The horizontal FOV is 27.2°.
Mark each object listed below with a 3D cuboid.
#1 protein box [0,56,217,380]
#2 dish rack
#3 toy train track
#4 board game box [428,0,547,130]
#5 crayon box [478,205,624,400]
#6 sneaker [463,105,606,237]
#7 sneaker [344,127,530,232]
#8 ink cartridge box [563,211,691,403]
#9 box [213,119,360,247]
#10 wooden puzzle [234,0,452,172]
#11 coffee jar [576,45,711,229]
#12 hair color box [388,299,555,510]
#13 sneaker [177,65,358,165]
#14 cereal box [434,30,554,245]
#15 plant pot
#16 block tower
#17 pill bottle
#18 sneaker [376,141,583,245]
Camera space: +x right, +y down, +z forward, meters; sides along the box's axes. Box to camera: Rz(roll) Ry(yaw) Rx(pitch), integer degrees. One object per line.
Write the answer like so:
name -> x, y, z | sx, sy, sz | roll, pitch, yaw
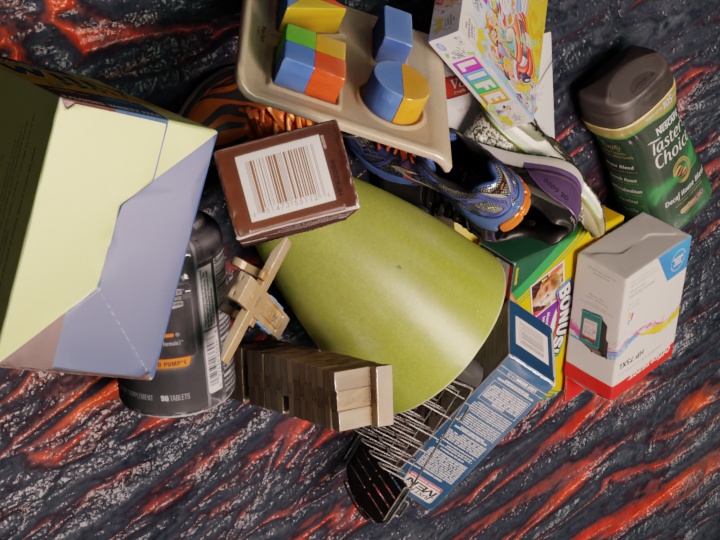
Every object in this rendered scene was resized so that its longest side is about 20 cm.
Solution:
protein box -> -0.237, -0.046, 1.145 | 0.134, 0.200, 0.200 | 9, 101, -39
dish rack -> 0.038, 0.142, 1.461 | 0.054, 0.153, 0.201 | 28, 98, -22
toy train track -> -0.094, 0.028, 1.281 | 0.115, 0.032, 0.200 | -62, 169, -8
board game box -> 0.124, -0.251, 1.390 | 0.134, 0.034, 0.201 | 42, 46, -40
crayon box -> 0.190, 0.043, 1.573 | 0.172, 0.058, 0.201 | -21, 129, -36
sneaker -> 0.165, -0.092, 1.479 | 0.089, 0.077, 0.200 | -40, 116, 14
sneaker -> 0.066, -0.110, 1.365 | 0.076, 0.199, 0.078 | -60, 156, -10
ink cartridge box -> 0.280, 0.054, 1.580 | 0.116, 0.067, 0.201 | -30, 135, -35
box -> -0.061, -0.066, 1.196 | 0.099, 0.200, 0.075 | -15, 92, -3
wooden puzzle -> -0.007, -0.181, 1.253 | 0.199, 0.186, 0.046 | 21, 127, -17
coffee jar -> 0.306, -0.138, 1.608 | 0.104, 0.085, 0.201 | -42, 127, -18
hair color box -> 0.109, 0.135, 1.484 | 0.060, 0.100, 0.200 | 33, 119, -14
sneaker -> -0.063, -0.142, 1.301 | 0.199, 0.112, 0.078 | -32, 123, -25
cereal box -> 0.134, -0.133, 1.506 | 0.143, 0.039, 0.201 | -21, 119, -31
plant pot -> 0.000, 0.000, 1.379 | 0.200, 0.187, 0.188 | 40, 80, -25
block tower -> -0.050, 0.101, 1.346 | 0.058, 0.199, 0.054 | -7, 98, -36
pill bottle -> -0.167, 0.016, 1.285 | 0.106, 0.106, 0.201 | -18, 116, -32
sneaker -> 0.109, -0.071, 1.407 | 0.088, 0.199, 0.076 | -73, 165, -48
